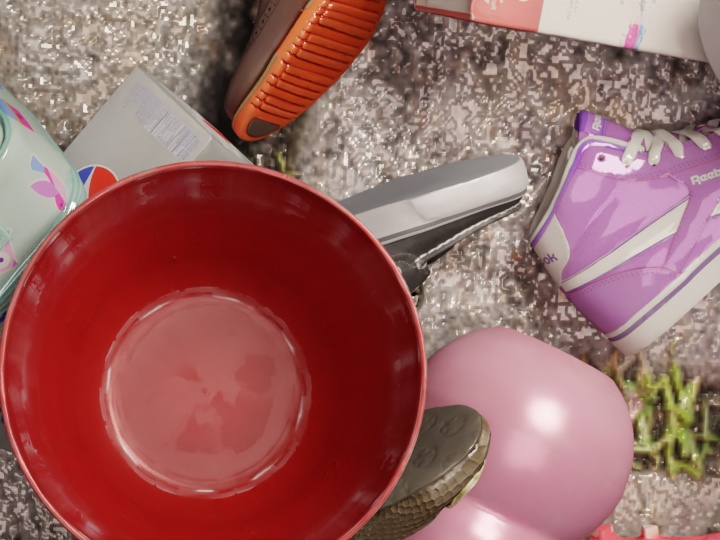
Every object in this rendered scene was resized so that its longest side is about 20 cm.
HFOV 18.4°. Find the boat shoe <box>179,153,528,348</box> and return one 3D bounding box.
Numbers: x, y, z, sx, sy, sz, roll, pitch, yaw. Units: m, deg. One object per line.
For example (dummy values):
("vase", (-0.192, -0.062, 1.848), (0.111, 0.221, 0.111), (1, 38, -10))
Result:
("boat shoe", (0.000, 0.000, 1.169), (0.200, 0.070, 0.066), (-22, 103, 0))

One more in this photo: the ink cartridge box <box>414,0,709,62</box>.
("ink cartridge box", (0.137, -0.172, 1.138), (0.200, 0.067, 0.117), (7, 97, -27))

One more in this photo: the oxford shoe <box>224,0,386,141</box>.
("oxford shoe", (-0.023, -0.162, 1.159), (0.072, 0.071, 0.200), (33, 96, 21))

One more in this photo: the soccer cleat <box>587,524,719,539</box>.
("soccer cleat", (0.181, 0.175, 1.204), (0.199, 0.067, 0.077), (-10, 104, -4))

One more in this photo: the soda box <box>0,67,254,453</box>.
("soda box", (-0.146, -0.003, 1.149), (0.063, 0.068, 0.200), (42, 92, 25))

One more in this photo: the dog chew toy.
("dog chew toy", (0.058, 0.132, 1.151), (0.124, 0.125, 0.200), (27, 86, -6))

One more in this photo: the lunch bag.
("lunch bag", (-0.235, -0.007, 1.104), (0.200, 0.160, 0.077), (-47, 131, 1))

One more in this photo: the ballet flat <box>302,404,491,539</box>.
("ballet flat", (-0.007, 0.131, 1.111), (0.200, 0.067, 0.046), (-36, 112, 26))

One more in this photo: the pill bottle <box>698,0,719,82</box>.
("pill bottle", (0.271, -0.155, 1.111), (0.200, 0.114, 0.114), (-36, 98, -23))

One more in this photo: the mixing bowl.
("mixing bowl", (-0.074, 0.055, 1.085), (0.200, 0.108, 0.201), (1, 80, -7))

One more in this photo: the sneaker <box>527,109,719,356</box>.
("sneaker", (0.176, -0.061, 1.172), (0.200, 0.073, 0.114), (-43, 94, 2))
